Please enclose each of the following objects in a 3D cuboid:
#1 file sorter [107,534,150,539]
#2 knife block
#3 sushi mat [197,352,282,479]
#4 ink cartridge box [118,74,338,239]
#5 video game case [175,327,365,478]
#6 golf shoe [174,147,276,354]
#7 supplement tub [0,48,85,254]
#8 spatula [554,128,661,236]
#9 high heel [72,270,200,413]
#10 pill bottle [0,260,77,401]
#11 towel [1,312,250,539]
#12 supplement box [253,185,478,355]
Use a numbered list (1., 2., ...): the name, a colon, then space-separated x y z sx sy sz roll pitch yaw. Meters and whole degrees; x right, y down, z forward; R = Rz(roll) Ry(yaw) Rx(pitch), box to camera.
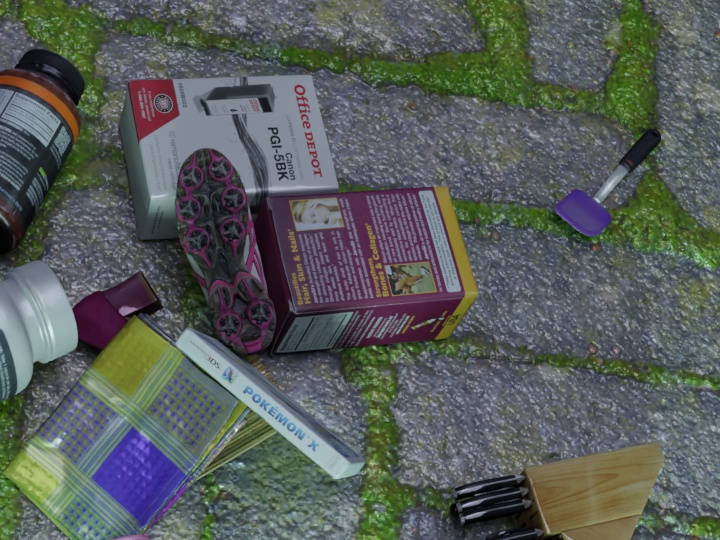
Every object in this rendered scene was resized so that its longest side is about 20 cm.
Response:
1. file sorter: -0.219 0.336 1.289 0.138 0.126 0.202 -8 65 -21
2. knife block: 0.183 0.218 1.518 0.175 0.064 0.201 32 57 1
3. sushi mat: -0.159 0.148 1.480 0.199 0.012 0.096 -28 73 -29
4. ink cartridge box: -0.135 -0.118 1.595 0.198 0.083 0.148 -5 62 -19
5. video game case: -0.076 0.121 1.406 0.182 0.200 0.022 39 88 7
6. golf shoe: -0.133 -0.016 1.502 0.072 0.092 0.202 -13 87 -4
7. supplement tub: -0.340 -0.121 1.520 0.106 0.107 0.201 24 57 -3
8. spatula: 0.287 -0.103 1.756 0.056 0.021 0.200 40 57 9
9. high heel: -0.203 0.103 1.466 0.096 0.068 0.201 -31 65 -2
10. pill bottle: -0.361 0.070 1.398 0.199 0.120 0.120 -24 71 -27
11. towel: -0.211 0.151 1.405 0.143 0.023 0.200 41 86 8
12. supplement box: 0.000 0.000 1.560 0.198 0.103 0.132 -4 63 -20
